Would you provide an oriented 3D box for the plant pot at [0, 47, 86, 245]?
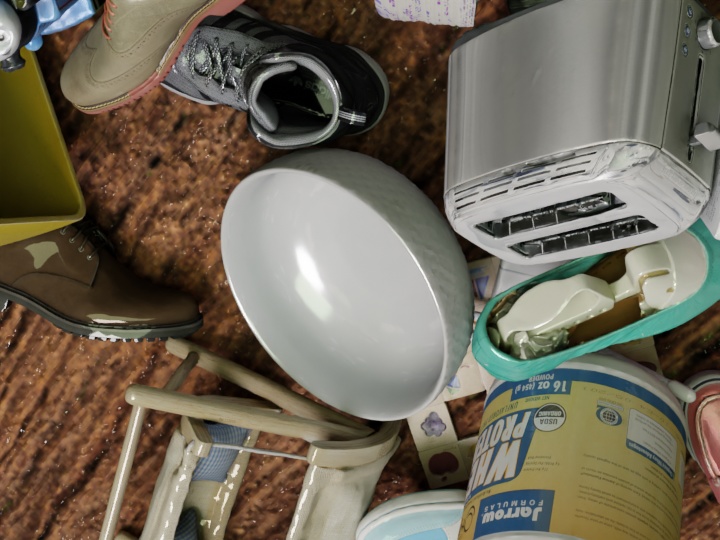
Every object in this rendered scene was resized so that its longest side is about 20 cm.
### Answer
[{"bbox_3d":[-0.341,-0.092,0.785,0.175,0.199,0.202,-23,84,29],"label":"plant pot"}]

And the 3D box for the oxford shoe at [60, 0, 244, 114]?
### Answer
[{"bbox_3d":[-0.146,-0.174,0.754,0.199,0.074,0.071,-37,64,31],"label":"oxford shoe"}]

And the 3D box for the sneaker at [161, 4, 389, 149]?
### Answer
[{"bbox_3d":[-0.079,-0.137,0.791,0.198,0.114,0.076,16,107,2],"label":"sneaker"}]

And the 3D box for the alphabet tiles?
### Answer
[{"bbox_3d":[0.122,0.067,0.882,0.198,0.008,0.169,-16,103,11],"label":"alphabet tiles"}]

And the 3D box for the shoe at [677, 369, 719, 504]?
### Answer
[{"bbox_3d":[0.299,0.170,0.846,0.071,0.091,0.201,-29,101,14],"label":"shoe"}]

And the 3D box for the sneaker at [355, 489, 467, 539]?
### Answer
[{"bbox_3d":[0.095,0.237,0.840,0.198,0.131,0.080,12,127,-17],"label":"sneaker"}]

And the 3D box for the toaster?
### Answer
[{"bbox_3d":[0.125,-0.085,0.704,0.198,0.131,0.113,-12,151,41],"label":"toaster"}]

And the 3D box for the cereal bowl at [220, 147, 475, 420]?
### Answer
[{"bbox_3d":[0.000,0.000,0.815,0.199,0.083,0.202,25,134,28],"label":"cereal bowl"}]

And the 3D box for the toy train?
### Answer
[{"bbox_3d":[-0.224,-0.202,0.751,0.086,0.201,0.115,-13,115,10],"label":"toy train"}]

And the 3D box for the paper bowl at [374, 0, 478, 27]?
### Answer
[{"bbox_3d":[0.070,-0.250,0.696,0.103,0.201,0.203,6,107,6],"label":"paper bowl"}]

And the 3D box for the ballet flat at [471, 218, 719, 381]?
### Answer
[{"bbox_3d":[0.161,0.014,0.739,0.198,0.070,0.068,-26,72,9],"label":"ballet flat"}]

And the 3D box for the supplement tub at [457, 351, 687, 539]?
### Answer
[{"bbox_3d":[0.138,0.171,0.768,0.143,0.201,0.146,11,141,9],"label":"supplement tub"}]

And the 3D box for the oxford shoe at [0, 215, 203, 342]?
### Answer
[{"bbox_3d":[-0.209,-0.001,0.869,0.198,0.073,0.085,17,105,2],"label":"oxford shoe"}]

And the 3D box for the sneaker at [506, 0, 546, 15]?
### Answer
[{"bbox_3d":[0.151,-0.204,0.759,0.098,0.071,0.202,16,118,-1],"label":"sneaker"}]

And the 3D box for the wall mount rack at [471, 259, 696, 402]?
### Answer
[{"bbox_3d":[0.163,0.005,0.818,0.171,0.075,0.202,13,108,1],"label":"wall mount rack"}]

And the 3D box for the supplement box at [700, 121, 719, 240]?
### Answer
[{"bbox_3d":[0.263,-0.082,0.721,0.100,0.200,0.105,13,107,3],"label":"supplement box"}]

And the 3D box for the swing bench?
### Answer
[{"bbox_3d":[-0.090,0.184,0.877,0.198,0.130,0.201,18,107,1],"label":"swing bench"}]
